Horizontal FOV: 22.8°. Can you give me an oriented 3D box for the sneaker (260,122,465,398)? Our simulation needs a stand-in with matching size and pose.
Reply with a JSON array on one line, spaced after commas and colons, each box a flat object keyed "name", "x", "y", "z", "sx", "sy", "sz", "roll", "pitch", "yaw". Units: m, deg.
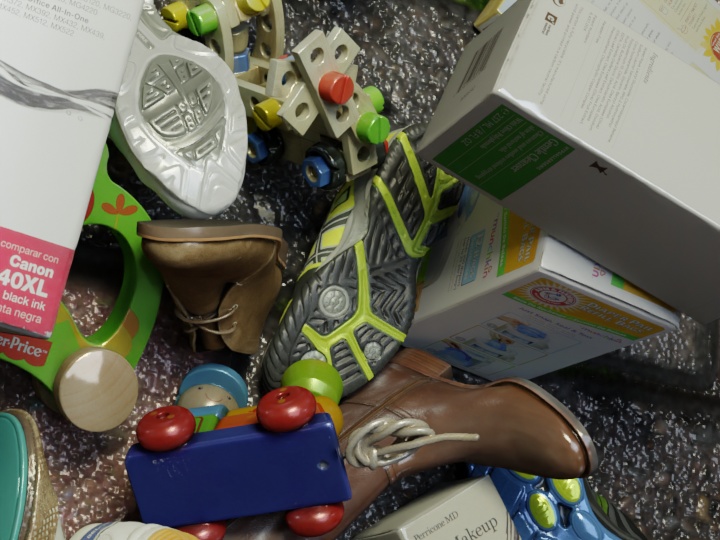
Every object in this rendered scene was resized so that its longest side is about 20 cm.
[{"name": "sneaker", "x": 0.000, "y": 0.000, "z": 1.140, "sx": 0.075, "sy": 0.076, "sz": 0.200, "roll": 35, "pitch": 79, "yaw": -18}]

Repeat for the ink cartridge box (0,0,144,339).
[{"name": "ink cartridge box", "x": -0.186, "y": -0.074, "z": 0.904, "sx": 0.083, "sy": 0.145, "sz": 0.201, "roll": 19, "pitch": 82, "yaw": -26}]

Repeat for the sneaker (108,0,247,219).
[{"name": "sneaker", "x": -0.131, "y": -0.104, "z": 1.069, "sx": 0.078, "sy": 0.099, "sz": 0.200, "roll": -23, "pitch": 67, "yaw": -23}]

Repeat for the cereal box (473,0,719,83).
[{"name": "cereal box", "x": 0.193, "y": -0.165, "z": 1.292, "sx": 0.200, "sy": 0.040, "sz": 0.144, "roll": 41, "pitch": 63, "yaw": -12}]

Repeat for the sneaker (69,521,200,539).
[{"name": "sneaker", "x": -0.121, "y": 0.234, "z": 1.021, "sx": 0.075, "sy": 0.088, "sz": 0.201, "roll": -20, "pitch": 112, "yaw": -52}]

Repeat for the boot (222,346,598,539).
[{"name": "boot", "x": 0.015, "y": 0.132, "z": 1.062, "sx": 0.200, "sy": 0.186, "sz": 0.064, "roll": -33, "pitch": 121, "yaw": -32}]

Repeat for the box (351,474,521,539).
[{"name": "box", "x": 0.081, "y": 0.235, "z": 1.121, "sx": 0.082, "sy": 0.068, "sz": 0.200, "roll": -28, "pitch": 92, "yaw": -30}]

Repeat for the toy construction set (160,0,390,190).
[{"name": "toy construction set", "x": -0.044, "y": -0.121, "z": 1.089, "sx": 0.092, "sy": 0.200, "sz": 0.131, "roll": -19, "pitch": 120, "yaw": -21}]

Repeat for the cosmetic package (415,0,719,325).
[{"name": "cosmetic package", "x": 0.147, "y": -0.062, "z": 0.979, "sx": 0.200, "sy": 0.108, "sz": 0.085, "roll": 30, "pitch": 65, "yaw": -10}]

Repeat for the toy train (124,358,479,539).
[{"name": "toy train", "x": -0.027, "y": 0.089, "z": 1.032, "sx": 0.199, "sy": 0.116, "sz": 0.085, "roll": -10, "pitch": 112, "yaw": 10}]

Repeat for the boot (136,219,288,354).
[{"name": "boot", "x": -0.082, "y": 0.010, "z": 1.035, "sx": 0.073, "sy": 0.200, "sz": 0.076, "roll": 6, "pitch": 84, "yaw": 10}]

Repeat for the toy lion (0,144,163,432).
[{"name": "toy lion", "x": -0.199, "y": -0.027, "z": 1.009, "sx": 0.200, "sy": 0.069, "sz": 0.192, "roll": 21, "pitch": 88, "yaw": -26}]

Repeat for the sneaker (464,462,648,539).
[{"name": "sneaker", "x": 0.138, "y": 0.171, "z": 1.168, "sx": 0.071, "sy": 0.083, "sz": 0.200, "roll": -42, "pitch": 85, "yaw": -5}]

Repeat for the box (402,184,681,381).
[{"name": "box", "x": 0.112, "y": -0.010, "z": 1.121, "sx": 0.101, "sy": 0.200, "sz": 0.113, "roll": 22, "pitch": 69, "yaw": -20}]

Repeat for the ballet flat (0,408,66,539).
[{"name": "ballet flat", "x": -0.199, "y": 0.180, "z": 1.007, "sx": 0.065, "sy": 0.070, "sz": 0.201, "roll": 26, "pitch": 67, "yaw": -49}]
